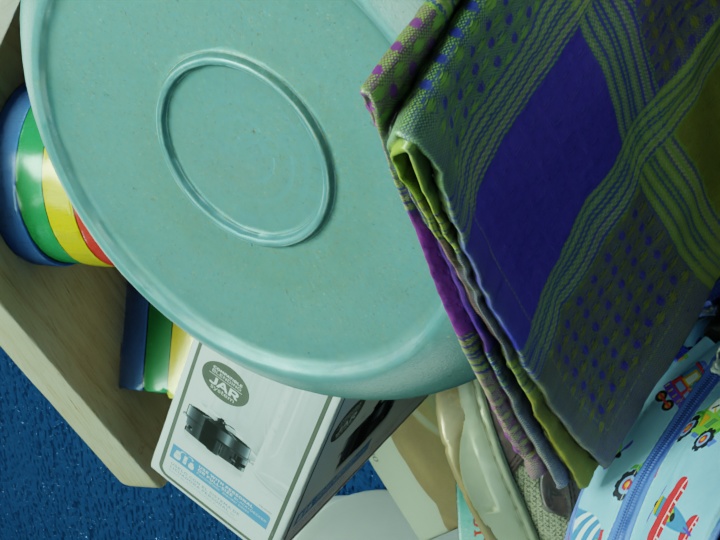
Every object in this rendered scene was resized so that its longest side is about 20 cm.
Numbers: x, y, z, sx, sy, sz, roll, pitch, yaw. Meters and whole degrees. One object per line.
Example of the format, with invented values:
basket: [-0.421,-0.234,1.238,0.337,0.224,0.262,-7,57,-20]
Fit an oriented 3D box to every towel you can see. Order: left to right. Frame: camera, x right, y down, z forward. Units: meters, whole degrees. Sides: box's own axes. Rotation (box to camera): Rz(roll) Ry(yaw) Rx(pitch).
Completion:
towel: [0.070,-0.037,0.612,0.023,0.144,0.200,25,159,31]

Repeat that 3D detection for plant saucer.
plant saucer: [-0.029,-0.040,0.671,0.199,0.027,0.201,21,132,26]

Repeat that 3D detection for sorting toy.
sorting toy: [-0.073,-0.046,0.881,0.069,0.200,0.200,3,148,27]

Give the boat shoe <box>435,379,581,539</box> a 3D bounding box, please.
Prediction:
boat shoe: [0.092,0.103,0.810,0.064,0.072,0.201,-19,121,20]

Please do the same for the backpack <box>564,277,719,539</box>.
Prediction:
backpack: [0.141,0.093,0.715,0.134,0.200,0.184,15,136,47]

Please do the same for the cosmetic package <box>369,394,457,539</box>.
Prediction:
cosmetic package: [0.069,0.032,0.897,0.106,0.071,0.200,58,147,3]

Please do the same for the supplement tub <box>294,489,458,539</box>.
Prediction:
supplement tub: [-0.021,0.193,1.083,0.146,0.145,0.200,55,148,6]

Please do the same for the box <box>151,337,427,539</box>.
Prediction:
box: [0.000,0.000,0.788,0.060,0.117,0.201,36,139,13]

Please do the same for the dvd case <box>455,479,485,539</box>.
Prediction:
dvd case: [0.068,0.187,0.858,0.147,0.022,0.201,-91,-11,-45]
